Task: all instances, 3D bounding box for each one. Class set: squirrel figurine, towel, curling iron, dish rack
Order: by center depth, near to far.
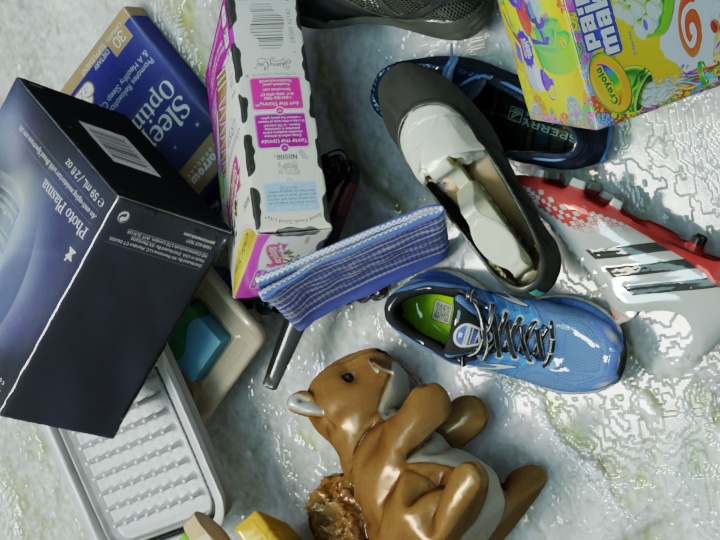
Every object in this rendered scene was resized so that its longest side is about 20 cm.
[{"bbox_3d":[0.000,0.000,1.195,0.143,0.200,0.024,-24,82,1],"label":"towel"},{"bbox_3d":[0.014,0.166,1.269,0.186,0.141,0.201,41,110,25],"label":"squirrel figurine"},{"bbox_3d":[-0.041,0.000,1.308,0.049,0.025,0.202,20,96,51],"label":"curling iron"},{"bbox_3d":[-0.192,0.140,1.374,0.171,0.043,0.202,-24,89,36],"label":"dish rack"}]

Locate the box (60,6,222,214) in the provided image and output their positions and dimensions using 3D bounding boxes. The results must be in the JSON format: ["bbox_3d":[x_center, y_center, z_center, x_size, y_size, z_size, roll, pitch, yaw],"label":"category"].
[{"bbox_3d":[-0.172,-0.113,1.395,0.200,0.032,0.121,49,114,14],"label":"box"}]

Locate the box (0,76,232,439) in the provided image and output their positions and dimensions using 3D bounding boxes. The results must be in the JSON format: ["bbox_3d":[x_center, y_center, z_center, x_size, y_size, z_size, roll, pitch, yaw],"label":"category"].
[{"bbox_3d":[-0.234,-0.010,1.284,0.200,0.123,0.200,44,109,43],"label":"box"}]

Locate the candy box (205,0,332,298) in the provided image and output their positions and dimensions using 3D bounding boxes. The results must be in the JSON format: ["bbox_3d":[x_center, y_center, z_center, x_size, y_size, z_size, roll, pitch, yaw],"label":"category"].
[{"bbox_3d":[-0.075,-0.096,1.256,0.060,0.137,0.202,-5,69,-14],"label":"candy box"}]

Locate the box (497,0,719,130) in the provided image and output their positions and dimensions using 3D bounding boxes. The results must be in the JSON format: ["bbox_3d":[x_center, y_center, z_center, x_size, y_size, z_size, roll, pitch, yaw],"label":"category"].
[{"bbox_3d":[0.189,-0.221,1.064,0.191,0.122,0.202,-20,103,-12],"label":"box"}]

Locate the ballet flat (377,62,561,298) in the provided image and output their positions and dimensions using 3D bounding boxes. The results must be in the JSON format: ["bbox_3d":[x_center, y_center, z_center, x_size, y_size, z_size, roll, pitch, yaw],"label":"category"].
[{"bbox_3d":[0.079,-0.066,1.175,0.068,0.068,0.201,-38,90,19],"label":"ballet flat"}]

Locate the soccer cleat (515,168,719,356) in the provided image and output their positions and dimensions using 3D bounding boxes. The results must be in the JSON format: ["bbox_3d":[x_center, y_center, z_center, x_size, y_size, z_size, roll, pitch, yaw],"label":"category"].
[{"bbox_3d":[0.188,-0.009,1.194,0.199,0.069,0.086,27,101,18],"label":"soccer cleat"}]

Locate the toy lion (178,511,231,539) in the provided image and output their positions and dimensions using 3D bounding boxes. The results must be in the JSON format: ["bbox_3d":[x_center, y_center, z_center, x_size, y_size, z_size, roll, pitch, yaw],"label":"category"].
[{"bbox_3d":[-0.062,0.293,1.293,0.069,0.192,0.200,-45,65,3],"label":"toy lion"}]

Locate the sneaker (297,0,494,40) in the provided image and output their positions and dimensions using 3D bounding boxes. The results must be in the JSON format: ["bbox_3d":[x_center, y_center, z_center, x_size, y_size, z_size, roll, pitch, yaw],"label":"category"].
[{"bbox_3d":[-0.002,-0.238,1.238,0.197,0.115,0.077,12,62,26],"label":"sneaker"}]

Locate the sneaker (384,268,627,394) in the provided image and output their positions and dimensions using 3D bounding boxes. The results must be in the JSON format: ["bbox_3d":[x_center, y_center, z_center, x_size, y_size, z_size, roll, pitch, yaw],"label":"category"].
[{"bbox_3d":[0.105,0.052,1.231,0.198,0.089,0.080,12,102,27],"label":"sneaker"}]

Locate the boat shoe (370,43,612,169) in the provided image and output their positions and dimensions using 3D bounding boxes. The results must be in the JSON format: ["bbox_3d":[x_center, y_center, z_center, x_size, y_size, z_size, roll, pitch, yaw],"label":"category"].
[{"bbox_3d":[0.092,-0.127,1.230,0.198,0.068,0.085,10,100,27],"label":"boat shoe"}]

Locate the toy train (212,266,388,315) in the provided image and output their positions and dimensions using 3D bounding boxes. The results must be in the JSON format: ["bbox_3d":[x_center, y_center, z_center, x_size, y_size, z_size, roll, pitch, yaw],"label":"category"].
[{"bbox_3d":[-0.068,0.012,1.350,0.198,0.034,0.046,-8,90,29],"label":"toy train"}]

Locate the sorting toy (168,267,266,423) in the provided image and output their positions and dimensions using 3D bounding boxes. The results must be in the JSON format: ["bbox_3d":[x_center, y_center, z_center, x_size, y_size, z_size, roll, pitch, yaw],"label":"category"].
[{"bbox_3d":[-0.183,0.048,1.387,0.185,0.036,0.201,48,129,15],"label":"sorting toy"}]

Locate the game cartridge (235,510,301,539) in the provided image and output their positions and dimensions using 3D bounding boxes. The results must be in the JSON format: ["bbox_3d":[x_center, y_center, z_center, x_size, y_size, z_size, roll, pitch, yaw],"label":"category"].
[{"bbox_3d":[-0.016,0.279,1.277,0.032,0.176,0.201,-37,77,-3],"label":"game cartridge"}]
